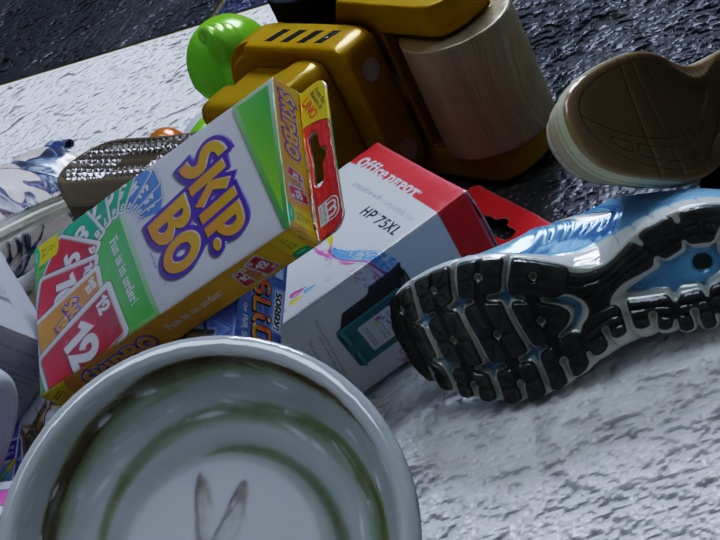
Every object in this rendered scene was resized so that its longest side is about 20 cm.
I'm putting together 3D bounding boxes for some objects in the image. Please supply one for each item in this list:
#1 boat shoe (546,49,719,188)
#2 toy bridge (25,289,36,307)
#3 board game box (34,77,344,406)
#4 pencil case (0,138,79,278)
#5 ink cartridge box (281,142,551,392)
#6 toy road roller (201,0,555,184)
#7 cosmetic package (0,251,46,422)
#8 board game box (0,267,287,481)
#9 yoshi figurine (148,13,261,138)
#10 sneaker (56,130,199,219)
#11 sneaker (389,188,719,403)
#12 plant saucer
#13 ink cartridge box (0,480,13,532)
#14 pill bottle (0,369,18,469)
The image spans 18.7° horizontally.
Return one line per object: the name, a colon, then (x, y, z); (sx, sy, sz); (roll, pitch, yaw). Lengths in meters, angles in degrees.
boat shoe: (0.150, -0.073, 1.133); (0.065, 0.072, 0.200); (-27, -6, 38)
toy bridge: (-0.216, 0.041, 1.379); (0.200, 0.027, 0.067); (-18, 29, 18)
board game box: (-0.090, -0.016, 1.099); (0.200, 0.030, 0.096); (-31, 49, 28)
pencil case: (-0.240, -0.021, 1.395); (0.089, 0.078, 0.200); (-32, 2, 34)
ink cartridge box: (0.000, 0.000, 1.198); (0.200, 0.067, 0.116); (-36, 29, -12)
toy road roller: (0.001, -0.099, 1.302); (0.200, 0.123, 0.146); (9, 45, 47)
cosmetic package: (-0.261, 0.082, 1.182); (0.200, 0.081, 0.113); (-54, 42, 13)
board game box: (-0.123, 0.069, 1.132); (0.200, 0.034, 0.136); (-18, 57, 40)
yoshi figurine: (-0.094, -0.102, 1.431); (0.112, 0.112, 0.200); (-17, 25, 35)
sneaker: (-0.101, -0.036, 1.285); (0.070, 0.076, 0.200); (-43, 28, -24)
sneaker: (0.113, 0.008, 1.098); (0.200, 0.078, 0.090); (-14, 14, 15)
plant saucer: (-0.065, 0.131, 0.990); (0.200, 0.050, 0.200); (-5, 70, 14)
ink cartridge box: (-0.204, 0.149, 1.000); (0.037, 0.095, 0.200); (28, 11, 22)
pill bottle: (-0.278, 0.058, 1.064); (0.200, 0.112, 0.112); (25, 48, 11)
